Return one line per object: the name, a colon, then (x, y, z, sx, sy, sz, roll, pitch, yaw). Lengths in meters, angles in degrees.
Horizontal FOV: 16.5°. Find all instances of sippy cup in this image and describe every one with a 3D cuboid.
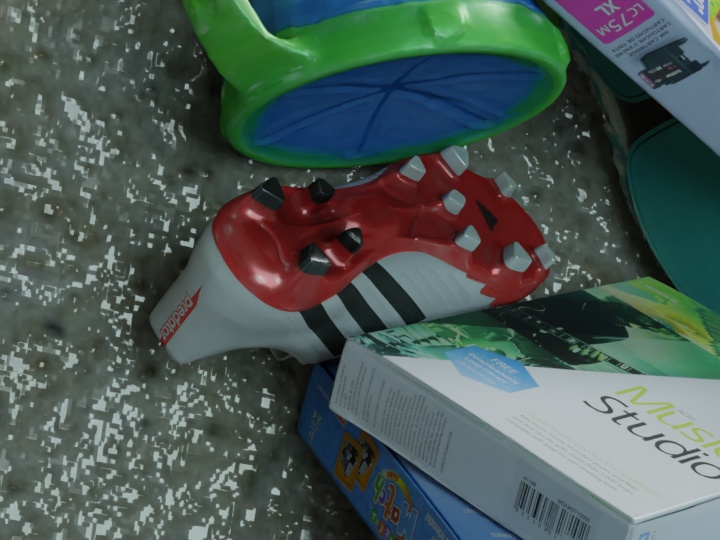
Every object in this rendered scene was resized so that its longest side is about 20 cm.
sippy cup: (0.004, -0.122, 0.967, 0.139, 0.178, 0.131, -12, 76, 6)

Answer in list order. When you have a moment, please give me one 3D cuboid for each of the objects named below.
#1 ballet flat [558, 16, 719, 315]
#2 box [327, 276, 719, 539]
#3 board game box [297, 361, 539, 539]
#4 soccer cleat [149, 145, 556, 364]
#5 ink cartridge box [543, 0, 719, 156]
ballet flat: (0.137, -0.078, 1.068, 0.072, 0.072, 0.201, -29, 99, -28)
box: (0.105, 0.058, 0.960, 0.199, 0.144, 0.037, -8, 122, -49)
board game box: (0.080, 0.101, 0.941, 0.150, 0.200, 0.037, 9, 110, -27)
soccer cleat: (0.000, 0.000, 0.983, 0.199, 0.085, 0.069, -7, 61, -51)
ink cartridge box: (0.143, -0.106, 1.005, 0.200, 0.042, 0.120, 39, 38, -33)
